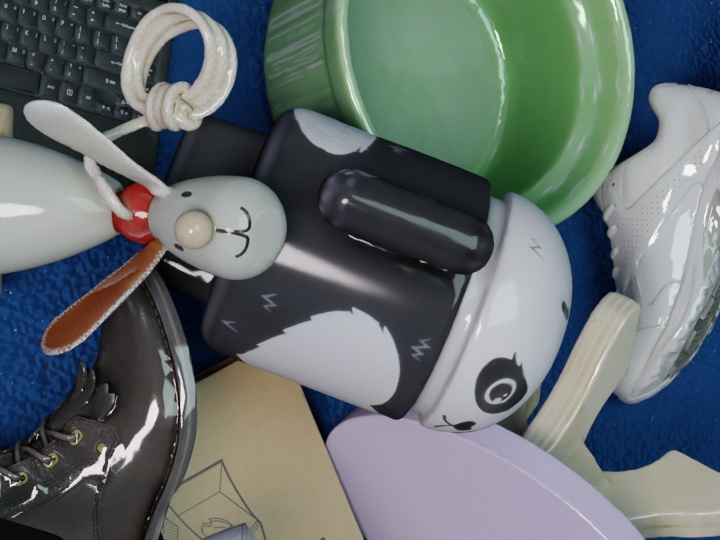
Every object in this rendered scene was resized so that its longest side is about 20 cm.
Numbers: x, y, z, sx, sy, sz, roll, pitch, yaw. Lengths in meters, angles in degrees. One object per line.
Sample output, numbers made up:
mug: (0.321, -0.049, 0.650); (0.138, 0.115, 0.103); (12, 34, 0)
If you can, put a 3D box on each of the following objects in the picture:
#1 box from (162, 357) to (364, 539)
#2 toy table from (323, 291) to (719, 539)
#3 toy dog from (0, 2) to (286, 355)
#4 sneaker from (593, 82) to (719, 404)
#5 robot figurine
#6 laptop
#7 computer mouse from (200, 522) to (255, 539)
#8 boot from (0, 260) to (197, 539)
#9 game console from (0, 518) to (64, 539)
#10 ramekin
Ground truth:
box: (-0.069, 0.156, 0.838); (0.163, 0.021, 0.201); (-27, 99, -31)
toy table: (0.095, 0.109, 0.869); (0.200, 0.184, 0.117); (36, 47, 19)
toy dog: (-0.140, -0.029, 0.704); (0.096, 0.199, 0.132); (-12, 85, -62)
sneaker: (0.179, -0.020, 1.005); (0.078, 0.099, 0.201); (13, 98, -69)
robot figurine: (0.000, 0.001, 0.778); (0.199, 0.150, 0.125); (21, 108, -3)
laptop: (-0.144, -0.143, 0.775); (0.177, 0.103, 0.201); (14, 77, -32)
computer mouse: (-0.095, 0.197, 0.724); (0.044, 0.110, 0.201); (18, 102, -6)
boot: (-0.166, 0.092, 0.735); (0.173, 0.069, 0.201); (2, 92, -21)
game console: (-0.233, 0.074, 0.597); (0.200, 0.170, 0.119); (-18, 110, -49)
ramekin: (0.044, -0.113, 0.902); (0.199, 0.098, 0.201); (5, 82, -34)
